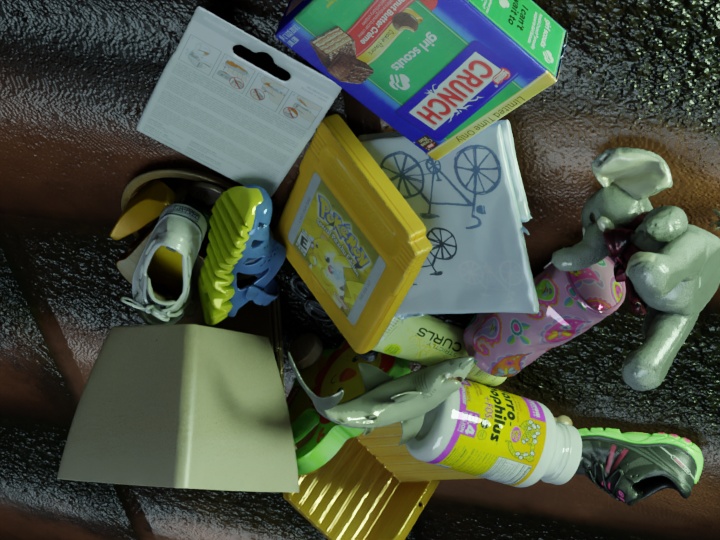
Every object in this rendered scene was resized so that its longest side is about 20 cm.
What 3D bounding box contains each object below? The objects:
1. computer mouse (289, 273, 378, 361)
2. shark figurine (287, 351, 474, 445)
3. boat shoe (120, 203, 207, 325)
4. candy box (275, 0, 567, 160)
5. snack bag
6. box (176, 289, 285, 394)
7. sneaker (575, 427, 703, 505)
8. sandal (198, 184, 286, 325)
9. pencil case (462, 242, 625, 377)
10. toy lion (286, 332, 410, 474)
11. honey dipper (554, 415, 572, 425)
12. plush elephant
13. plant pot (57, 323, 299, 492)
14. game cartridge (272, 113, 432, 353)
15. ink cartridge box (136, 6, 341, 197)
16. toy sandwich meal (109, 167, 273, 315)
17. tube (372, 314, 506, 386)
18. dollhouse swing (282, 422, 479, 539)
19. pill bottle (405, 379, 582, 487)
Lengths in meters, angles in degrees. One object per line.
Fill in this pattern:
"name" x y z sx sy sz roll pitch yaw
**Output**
"computer mouse" 0.000 0.000 1.510 0.138 0.053 0.200 43 145 14
"shark figurine" 0.006 0.130 1.487 0.213 0.090 0.128 -4 139 -33
"boat shoe" -0.218 0.020 1.501 0.074 0.086 0.202 24 140 -6
"candy box" 0.054 -0.210 1.208 0.200 0.077 0.169 35 140 -21
"snack bag" 0.087 -0.045 1.356 0.188 0.021 0.201 -3 109 38
"box" -0.176 0.111 1.659 0.199 0.165 0.021 -11 169 34
"sneaker" 0.309 0.239 1.645 0.199 0.084 0.077 -2 153 27
"sandal" -0.120 -0.021 1.475 0.087 0.080 0.200 -5 146 -21
"pencil case" 0.196 0.044 1.463 0.087 0.088 0.200 31 141 -15
"toy lion" -0.031 0.152 1.611 0.191 0.201 0.069 1 144 51
"honey dipper" 0.161 0.167 1.670 0.199 0.038 0.038 16 143 1
"plush elephant" 0.260 -0.023 1.299 0.154 0.200 0.165 26 148 31
"plant pot" -0.197 0.156 1.546 0.199 0.178 0.200 -3 169 37
"game cartridge" -0.013 -0.034 1.412 0.177 0.032 0.200 53 147 20
"ink cartridge box" -0.119 -0.174 1.362 0.160 0.047 0.200 28 140 -10
"toy sandwich meal" -0.195 -0.033 1.548 0.204 0.070 0.206 12 143 10
"tube" 0.084 0.084 1.531 0.199 0.058 0.052 22 172 -36
"dollhouse swing" 0.036 0.266 1.752 0.175 0.182 0.200 8 146 49
"pill bottle" 0.157 0.192 1.593 0.199 0.105 0.104 18 146 -24
